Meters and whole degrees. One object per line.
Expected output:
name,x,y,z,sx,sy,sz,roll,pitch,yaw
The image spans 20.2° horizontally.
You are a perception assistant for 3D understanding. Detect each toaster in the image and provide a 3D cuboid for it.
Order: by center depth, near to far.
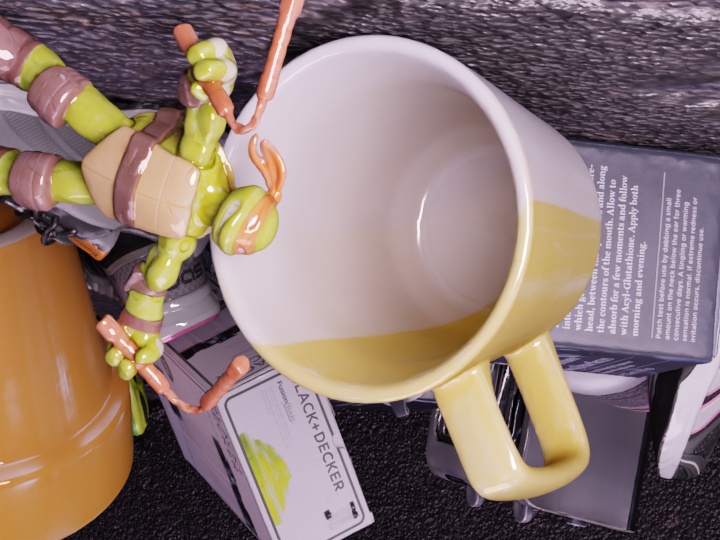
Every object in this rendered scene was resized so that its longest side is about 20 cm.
toaster,0.149,0.098,1.593,0.118,0.201,0.181,11,179,-24

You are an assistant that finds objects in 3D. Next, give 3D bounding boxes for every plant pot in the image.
plant pot,-0.234,0.038,1.184,0.199,0.184,0.200,2,-148,-1

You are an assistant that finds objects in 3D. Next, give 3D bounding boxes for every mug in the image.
mug,0.032,-0.002,0.893,0.149,0.187,0.153,7,-178,26

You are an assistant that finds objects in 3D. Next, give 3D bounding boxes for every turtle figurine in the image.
turtle figurine,-0.092,-0.050,0.834,0.161,0.200,0.064,25,-147,14

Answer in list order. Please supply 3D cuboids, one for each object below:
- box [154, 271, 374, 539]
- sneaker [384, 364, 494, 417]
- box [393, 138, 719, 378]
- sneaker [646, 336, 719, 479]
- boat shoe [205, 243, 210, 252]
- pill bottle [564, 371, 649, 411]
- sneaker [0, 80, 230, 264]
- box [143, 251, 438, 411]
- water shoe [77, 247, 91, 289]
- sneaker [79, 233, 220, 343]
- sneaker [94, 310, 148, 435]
box,-0.070,0.083,1.200,0.060,0.117,0.200,-25,-158,-14
sneaker,0.004,0.024,1.272,0.199,0.130,0.079,8,171,-25
box,0.075,-0.008,1.057,0.199,0.107,0.148,6,173,-5
sneaker,0.211,0.040,1.090,0.086,0.080,0.200,9,134,-4
boat shoe,-0.001,0.002,1.190,0.201,0.074,0.063,21,-160,-22
pill bottle,0.155,0.026,1.256,0.110,0.111,0.200,2,173,22
sneaker,-0.156,-0.050,1.002,0.200,0.080,0.074,10,173,-24
box,-0.039,0.033,1.417,0.199,0.118,0.197,7,173,-12
water shoe,-0.223,-0.016,1.341,0.200,0.072,0.079,12,172,-43
sneaker,-0.136,-0.026,1.236,0.074,0.088,0.200,-17,-160,-11
sneaker,-0.231,0.051,1.472,0.200,0.084,0.074,46,177,3
